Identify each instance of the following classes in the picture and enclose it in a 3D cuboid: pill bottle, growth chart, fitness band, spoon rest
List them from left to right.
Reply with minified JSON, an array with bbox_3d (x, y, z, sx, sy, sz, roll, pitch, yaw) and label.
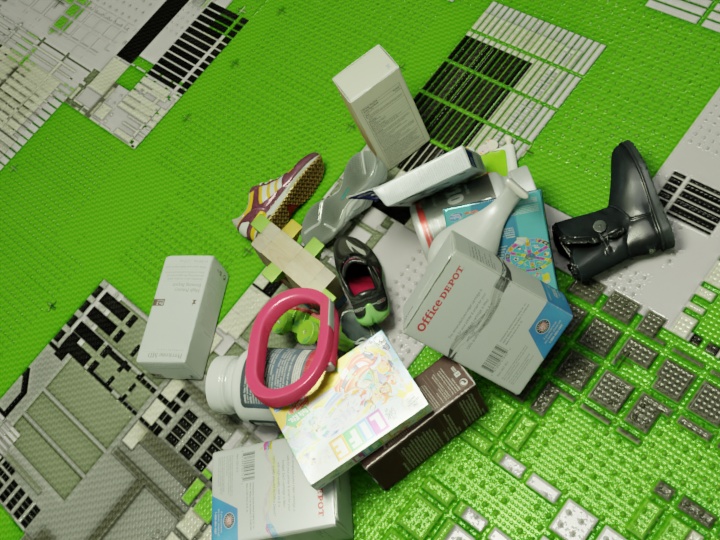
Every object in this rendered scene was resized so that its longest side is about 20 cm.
[{"bbox_3d":[-0.135,0.180,1.495,0.196,0.120,0.122,0,61,21],"label":"pill bottle"},{"bbox_3d":[-0.100,0.109,1.412,0.141,0.038,0.203,-17,45,23],"label":"fitness band"},{"bbox_3d":[0.177,-0.150,1.628,0.197,0.018,0.147,-19,56,9],"label":"growth chart"},{"bbox_3d":[0.187,-0.087,1.527,0.197,0.114,0.115,-21,56,8],"label":"pill bottle"},{"bbox_3d":[0.176,-0.051,1.402,0.099,0.061,0.201,40,117,5],"label":"spoon rest"}]

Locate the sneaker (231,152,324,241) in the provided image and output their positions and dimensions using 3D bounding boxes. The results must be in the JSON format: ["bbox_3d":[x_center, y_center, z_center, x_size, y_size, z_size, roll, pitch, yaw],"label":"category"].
[{"bbox_3d":[-0.149,-0.142,1.715,0.089,0.075,0.201,31,75,27],"label":"sneaker"}]

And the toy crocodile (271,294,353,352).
[{"bbox_3d":[-0.082,0.088,1.532,0.199,0.067,0.063,16,84,52],"label":"toy crocodile"}]

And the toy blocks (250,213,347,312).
[{"bbox_3d":[-0.095,0.009,1.576,0.199,0.137,0.100,39,79,23],"label":"toy blocks"}]

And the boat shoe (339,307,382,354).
[{"bbox_3d":[0.011,0.130,1.502,0.072,0.062,0.202,-29,55,5],"label":"boat shoe"}]

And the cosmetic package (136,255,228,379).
[{"bbox_3d":[-0.303,0.079,1.650,0.100,0.074,0.203,-2,60,21],"label":"cosmetic package"}]

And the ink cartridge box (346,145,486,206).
[{"bbox_3d":[0.094,-0.135,1.523,0.197,0.199,0.041,-23,88,15],"label":"ink cartridge box"}]

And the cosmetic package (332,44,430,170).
[{"bbox_3d":[0.038,-0.274,1.641,0.104,0.201,0.071,-34,55,-2],"label":"cosmetic package"}]

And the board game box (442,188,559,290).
[{"bbox_3d":[0.216,-0.008,1.444,0.148,0.047,0.204,-10,95,14],"label":"board game box"}]

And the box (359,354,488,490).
[{"bbox_3d":[0.082,0.221,1.400,0.199,0.100,0.075,-38,55,-4],"label":"box"}]

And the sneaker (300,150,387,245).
[{"bbox_3d":[-0.023,-0.111,1.656,0.201,0.080,0.071,-48,61,13],"label":"sneaker"}]

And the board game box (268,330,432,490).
[{"bbox_3d":[-0.015,0.196,1.361,0.198,0.034,0.135,-34,62,-1],"label":"board game box"}]

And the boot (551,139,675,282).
[{"bbox_3d":[0.372,-0.093,1.480,0.165,0.077,0.203,-17,63,7],"label":"boot"}]

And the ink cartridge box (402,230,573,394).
[{"bbox_3d":[0.177,0.060,1.369,0.146,0.198,0.084,-58,11,22],"label":"ink cartridge box"}]

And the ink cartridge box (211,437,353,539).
[{"bbox_3d":[-0.114,0.332,1.422,0.196,0.085,0.147,-14,58,15],"label":"ink cartridge box"}]

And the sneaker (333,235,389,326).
[{"bbox_3d":[0.000,0.000,1.556,0.076,0.085,0.201,-21,41,-4],"label":"sneaker"}]
